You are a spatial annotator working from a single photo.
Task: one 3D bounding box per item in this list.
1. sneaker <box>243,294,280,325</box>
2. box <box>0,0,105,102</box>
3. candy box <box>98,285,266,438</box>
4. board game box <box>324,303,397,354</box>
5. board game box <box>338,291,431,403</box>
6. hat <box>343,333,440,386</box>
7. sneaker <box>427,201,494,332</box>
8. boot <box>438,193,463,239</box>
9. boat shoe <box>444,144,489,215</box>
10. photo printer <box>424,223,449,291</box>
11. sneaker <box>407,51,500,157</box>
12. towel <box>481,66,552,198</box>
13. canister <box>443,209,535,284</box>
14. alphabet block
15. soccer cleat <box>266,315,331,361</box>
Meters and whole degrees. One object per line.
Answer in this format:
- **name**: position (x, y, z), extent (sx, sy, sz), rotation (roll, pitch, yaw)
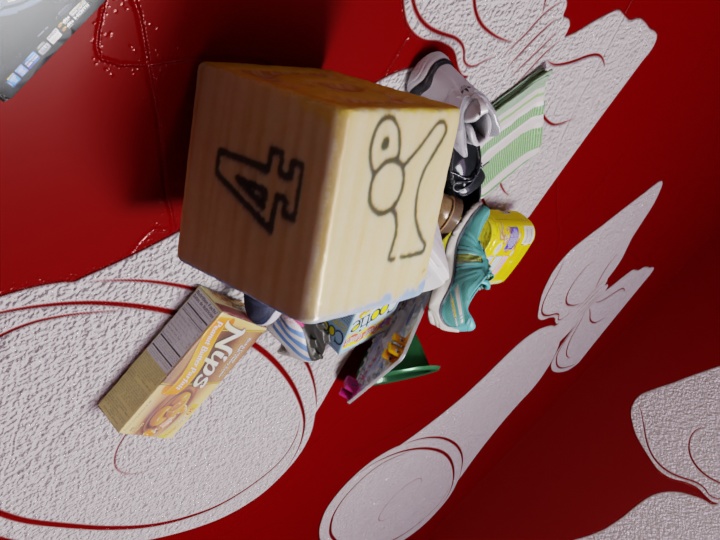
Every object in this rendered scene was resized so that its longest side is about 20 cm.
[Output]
- **sneaker**: position (-0.134, -0.009, 1.056), extent (0.108, 0.070, 0.201), rotation (-25, 138, -46)
- **box**: position (-0.234, -0.232, 0.610), extent (0.200, 0.044, 0.160), rotation (-46, 155, -1)
- **candy box**: position (-0.222, 0.120, 1.135), extent (0.200, 0.055, 0.115), rotation (-49, 155, 5)
- **board game box**: position (0.000, 0.000, 1.248), extent (0.103, 0.105, 0.201), rotation (-23, 147, -41)
- **board game box**: position (0.046, 0.087, 1.375), extent (0.200, 0.026, 0.201), rotation (-48, -166, 53)
- **hat**: position (0.051, 0.103, 1.587), extent (0.199, 0.177, 0.166), rotation (-15, 168, 17)
- **sneaker**: position (0.160, -0.003, 1.321), extent (0.078, 0.079, 0.201), rotation (64, 42, -71)
- **boot**: position (0.072, -0.052, 1.353), extent (0.075, 0.074, 0.200), rotation (19, 135, -18)
- **boat shoe**: position (0.152, -0.147, 1.320), extent (0.074, 0.062, 0.200), rotation (-35, 152, -18)
- **photo printer**: position (0.044, -0.092, 1.089), extent (0.069, 0.201, 0.166), rotation (-17, 155, 14)
- **sneaker**: position (0.111, -0.174, 1.151), extent (0.075, 0.115, 0.200), rotation (-34, 152, -24)
- **towel**: position (0.236, -0.211, 1.401), extent (0.152, 0.023, 0.200), rotation (-38, 154, -16)
- **canister**: position (0.208, -0.038, 1.541), extent (0.200, 0.087, 0.149), rotation (-3, 131, -58)
- **alphabet block**: position (-0.043, -0.085, 0.887), extent (0.195, 0.196, 0.201), rotation (-12, 119, -52)
- **soccer cleat**: position (-0.103, 0.048, 1.205), extent (0.070, 0.086, 0.201), rotation (-64, 149, -44)
